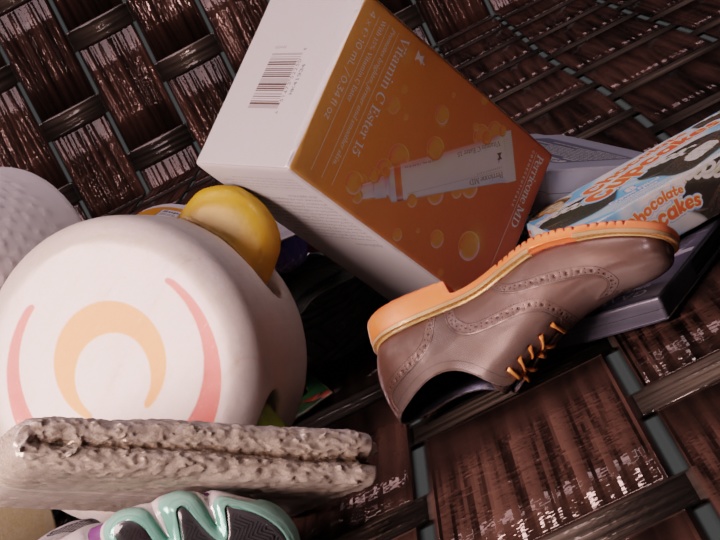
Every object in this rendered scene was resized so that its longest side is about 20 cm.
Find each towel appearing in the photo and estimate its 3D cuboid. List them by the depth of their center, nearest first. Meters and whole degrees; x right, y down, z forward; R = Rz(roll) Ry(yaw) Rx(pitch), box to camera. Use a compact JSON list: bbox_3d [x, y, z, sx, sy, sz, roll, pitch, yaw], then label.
[{"bbox_3d":[-0.099,0.103,0.867,0.198,0.035,0.132,6,-19,-23],"label":"towel"}]

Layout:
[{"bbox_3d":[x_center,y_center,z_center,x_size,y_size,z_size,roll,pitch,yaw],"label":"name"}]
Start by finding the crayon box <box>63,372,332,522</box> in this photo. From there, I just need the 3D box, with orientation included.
[{"bbox_3d":[-0.126,0.108,1.172,0.199,0.051,0.127,-29,11,-10],"label":"crayon box"}]

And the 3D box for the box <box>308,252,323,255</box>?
[{"bbox_3d":[-0.014,0.005,1.369,0.199,0.050,0.158,-21,12,28],"label":"box"}]

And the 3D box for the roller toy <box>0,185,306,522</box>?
[{"bbox_3d":[-0.130,0.056,1.025,0.181,0.202,0.140,-9,-1,14],"label":"roller toy"}]

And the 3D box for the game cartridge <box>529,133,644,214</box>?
[{"bbox_3d":[0.134,-0.073,1.223,0.132,0.042,0.200,-9,14,-19],"label":"game cartridge"}]

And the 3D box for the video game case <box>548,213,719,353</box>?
[{"bbox_3d":[0.168,-0.003,1.056,0.142,0.019,0.200,-19,15,38],"label":"video game case"}]

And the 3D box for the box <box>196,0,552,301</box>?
[{"bbox_3d":[0.013,-0.072,1.067,0.097,0.199,0.125,7,69,48],"label":"box"}]

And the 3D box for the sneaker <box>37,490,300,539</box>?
[{"bbox_3d":[-0.125,0.158,0.886,0.198,0.079,0.140,-15,2,3],"label":"sneaker"}]

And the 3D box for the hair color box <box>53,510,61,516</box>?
[{"bbox_3d":[-0.323,0.168,1.243,0.199,0.100,0.061,-22,13,29],"label":"hair color box"}]

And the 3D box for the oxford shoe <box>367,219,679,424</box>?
[{"bbox_3d":[0.098,0.032,0.954,0.199,0.074,0.071,-26,-32,27],"label":"oxford shoe"}]

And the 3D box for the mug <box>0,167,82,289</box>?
[{"bbox_3d":[-0.294,0.036,1.095,0.201,0.147,0.175,-58,-17,25],"label":"mug"}]

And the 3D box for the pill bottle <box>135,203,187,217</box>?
[{"bbox_3d":[-0.153,0.014,1.244,0.110,0.112,0.200,-23,10,21],"label":"pill bottle"}]

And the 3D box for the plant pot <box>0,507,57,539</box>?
[{"bbox_3d":[-0.297,0.168,1.039,0.198,0.189,0.187,-17,8,-15],"label":"plant pot"}]

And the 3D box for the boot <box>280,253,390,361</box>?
[{"bbox_3d":[0.000,0.000,1.216,0.199,0.068,0.130,-24,19,-26],"label":"boot"}]

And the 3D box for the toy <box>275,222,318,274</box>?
[{"bbox_3d":[-0.053,-0.032,1.221,0.114,0.047,0.200,-23,18,20],"label":"toy"}]

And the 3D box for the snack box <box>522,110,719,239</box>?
[{"bbox_3d":[0.208,-0.058,1.068,0.199,0.037,0.116,-29,10,-3],"label":"snack box"}]
